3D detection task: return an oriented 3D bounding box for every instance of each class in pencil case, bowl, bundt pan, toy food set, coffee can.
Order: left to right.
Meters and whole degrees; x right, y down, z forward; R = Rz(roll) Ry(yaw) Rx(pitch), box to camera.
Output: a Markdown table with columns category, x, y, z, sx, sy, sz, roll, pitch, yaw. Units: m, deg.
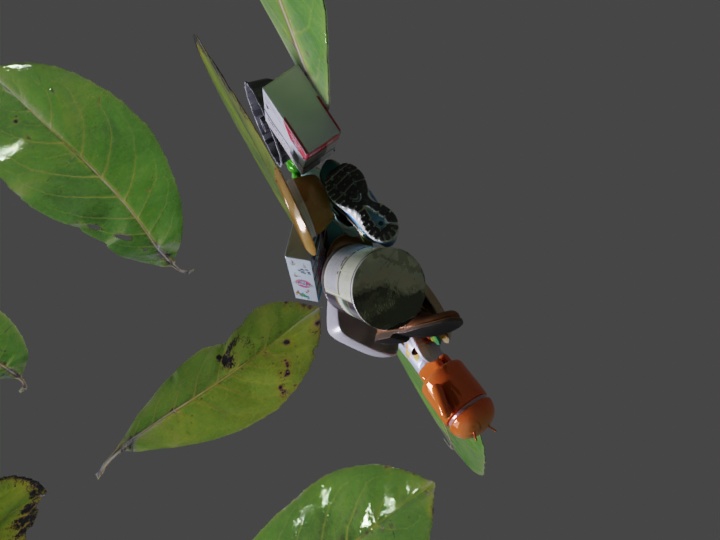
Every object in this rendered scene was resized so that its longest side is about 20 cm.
| category | x | y | z | sx | sy | sz | roll | pitch | yaw |
| --- | --- | --- | --- | --- | --- | --- | --- | --- | --- |
| bundt pan | -0.191 | -0.346 | 1.287 | 0.204 | 0.075 | 0.202 | 62 | 169 | 20 |
| bowl | -0.001 | 0.093 | 1.270 | 0.199 | 0.074 | 0.203 | 27 | -130 | -36 |
| coffee can | 0.019 | 0.025 | 1.081 | 0.148 | 0.146 | 0.200 | 58 | 166 | -14 |
| toy food set | 0.123 | 0.073 | 1.186 | 0.201 | 0.048 | 0.198 | 56 | 173 | 6 |
| pencil case | 0.157 | 0.205 | 1.394 | 0.090 | 0.084 | 0.200 | 14 | -154 | -42 |

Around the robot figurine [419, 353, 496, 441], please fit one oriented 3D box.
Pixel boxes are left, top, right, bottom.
| category | x | y | z | sx | sy | sz | roll | pitch | yaw |
| --- | --- | --- | --- | --- | --- | --- | --- | --- | --- |
| robot figurine | 0.211 | 0.278 | 1.222 | 0.201 | 0.116 | 0.144 | 52 | 172 | 29 |

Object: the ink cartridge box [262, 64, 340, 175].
| category | x | y | z | sx | sy | sz | roll | pitch | yaw |
| --- | --- | --- | --- | --- | --- | --- | --- | --- | --- |
| ink cartridge box | -0.118 | -0.285 | 1.098 | 0.145 | 0.083 | 0.200 | 56 | 173 | -3 |

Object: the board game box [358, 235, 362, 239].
| category | x | y | z | sx | sy | sz | roll | pitch | yaw |
| --- | --- | --- | --- | --- | --- | --- | --- | --- | --- |
| board game box | 0.003 | 0.015 | 1.476 | 0.032 | 0.120 | 0.202 | -4 | 125 | 47 |

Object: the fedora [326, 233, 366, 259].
| category | x | y | z | sx | sy | sz | roll | pitch | yaw |
| --- | --- | --- | --- | --- | --- | --- | --- | --- | --- |
| fedora | 0.000 | 0.000 | 1.389 | 0.081 | 0.201 | 0.202 | -7 | 125 | 40 |

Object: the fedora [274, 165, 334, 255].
| category | x | y | z | sx | sy | sz | roll | pitch | yaw |
| --- | --- | --- | --- | --- | --- | --- | --- | --- | --- |
| fedora | -0.104 | -0.130 | 1.122 | 0.201 | 0.081 | 0.203 | 156 | 91 | -84 |

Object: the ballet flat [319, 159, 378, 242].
| category | x | y | z | sx | sy | sz | roll | pitch | yaw |
| --- | --- | --- | --- | --- | --- | --- | --- | --- | --- |
| ballet flat | -0.020 | -0.139 | 1.173 | 0.201 | 0.067 | 0.062 | 57 | -177 | 4 |

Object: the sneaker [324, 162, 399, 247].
| category | x | y | z | sx | sy | sz | roll | pitch | yaw |
| --- | --- | --- | --- | --- | --- | --- | --- | --- | --- |
| sneaker | 0.000 | -0.117 | 1.075 | 0.201 | 0.078 | 0.090 | 54 | 176 | 21 |

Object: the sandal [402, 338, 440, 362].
| category | x | y | z | sx | sy | sz | roll | pitch | yaw |
| --- | --- | --- | --- | --- | --- | --- | --- | --- | --- |
| sandal | 0.110 | 0.132 | 1.278 | 0.078 | 0.059 | 0.208 | 4 | -135 | -41 |

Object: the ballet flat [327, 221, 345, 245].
| category | x | y | z | sx | sy | sz | roll | pitch | yaw |
| --- | --- | --- | --- | --- | --- | --- | --- | --- | --- |
| ballet flat | -0.110 | -0.131 | 1.390 | 0.064 | 0.076 | 0.200 | 22 | 159 | 51 |

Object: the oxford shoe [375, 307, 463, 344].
| category | x | y | z | sx | sy | sz | roll | pitch | yaw |
| --- | --- | --- | --- | --- | --- | --- | --- | --- | --- |
| oxford shoe | 0.106 | 0.093 | 1.076 | 0.071 | 0.198 | 0.072 | 24 | -119 | -44 |

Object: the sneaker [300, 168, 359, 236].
| category | x | y | z | sx | sy | sz | roll | pitch | yaw |
| --- | --- | --- | --- | --- | --- | --- | --- | --- | --- |
| sneaker | -0.064 | -0.169 | 1.274 | 0.201 | 0.074 | 0.118 | 47 | 178 | 5 |

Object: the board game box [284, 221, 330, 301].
| category | x | y | z | sx | sy | sz | roll | pitch | yaw |
| --- | --- | --- | --- | --- | --- | --- | --- | --- | --- |
| board game box | -0.119 | -0.040 | 1.302 | 0.201 | 0.063 | 0.150 | 88 | -168 | -62 |

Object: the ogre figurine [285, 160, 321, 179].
| category | x | y | z | sx | sy | sz | roll | pitch | yaw |
| --- | --- | --- | --- | --- | --- | --- | --- | --- | --- |
| ogre figurine | -0.126 | -0.223 | 1.422 | 0.119 | 0.099 | 0.200 | 20 | 163 | 47 |
